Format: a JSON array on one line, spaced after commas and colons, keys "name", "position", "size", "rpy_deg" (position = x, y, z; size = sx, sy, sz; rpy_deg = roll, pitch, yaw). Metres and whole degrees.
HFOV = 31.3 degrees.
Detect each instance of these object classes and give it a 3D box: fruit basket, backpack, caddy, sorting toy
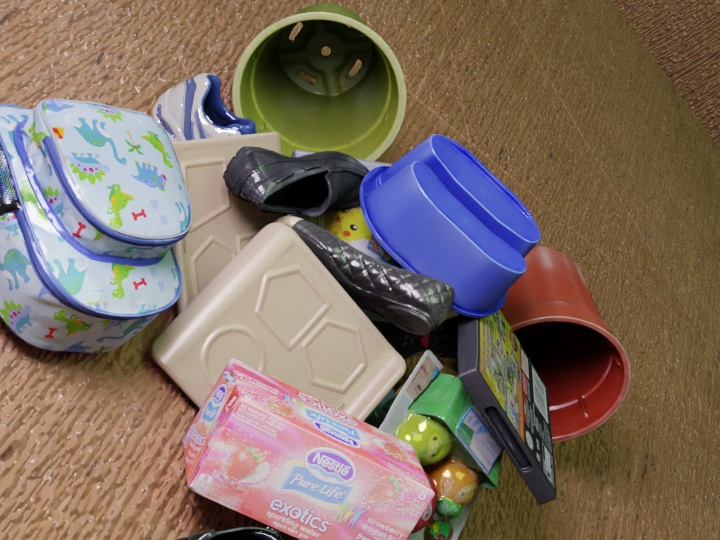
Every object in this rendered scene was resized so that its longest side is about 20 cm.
[{"name": "fruit basket", "position": [0.069, 0.212, 1.304], "size": [0.185, 0.094, 0.200], "rpy_deg": [53, 52, -35]}, {"name": "backpack", "position": [-0.236, -0.040, 1.087], "size": [0.183, 0.147, 0.200], "rpy_deg": [3, 63, -53]}, {"name": "caddy", "position": [0.089, -0.042, 1.338], "size": [0.200, 0.105, 0.141], "rpy_deg": [43, 37, -6]}, {"name": "sorting toy", "position": [-0.135, -0.041, 1.294], "size": [0.200, 0.036, 0.185], "rpy_deg": [-16, 103, -58]}, {"name": "sorting toy", "position": [-0.077, 0.084, 1.233], "size": [0.200, 0.036, 0.185], "rpy_deg": [48, 66, -14]}]

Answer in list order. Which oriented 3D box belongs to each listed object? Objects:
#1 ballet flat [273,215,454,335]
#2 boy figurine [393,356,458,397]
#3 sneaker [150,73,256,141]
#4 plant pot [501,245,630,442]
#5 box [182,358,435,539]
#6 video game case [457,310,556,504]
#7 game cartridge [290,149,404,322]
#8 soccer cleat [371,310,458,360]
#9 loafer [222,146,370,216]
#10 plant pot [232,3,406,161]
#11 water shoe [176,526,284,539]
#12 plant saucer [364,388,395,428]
[{"name": "ballet flat", "position": [0.000, 0.000, 1.291], "size": [0.200, 0.066, 0.057], "rpy_deg": [30, 56, 9]}, {"name": "boy figurine", "position": [0.098, 0.151, 1.448], "size": [0.124, 0.064, 0.200], "rpy_deg": [58, 16, 16]}, {"name": "sneaker", "position": [-0.139, -0.115, 1.365], "size": [0.200, 0.088, 0.075], "rpy_deg": [55, 28, -8]}, {"name": "plant pot", "position": [0.229, 0.082, 1.648], "size": [0.201, 0.201, 0.195], "rpy_deg": [42, 24, -25]}, {"name": "box", "position": [-0.048, 0.174, 1.139], "size": [0.200, 0.095, 0.103], "rpy_deg": [28, 11, -17]}, {"name": "video game case", "position": [0.155, 0.121, 1.372], "size": [0.181, 0.025, 0.200], "rpy_deg": [57, 19, -23]}, {"name": "game cartridge", "position": [-0.009, -0.040, 1.384], "size": [0.133, 0.040, 0.200], "rpy_deg": [9, 55, -19]}, {"name": "soccer cleat", "position": [0.043, 0.064, 1.426], "size": [0.200, 0.068, 0.073], "rpy_deg": [1, 16, -36]}, {"name": "loafer", "position": [-0.052, -0.082, 1.303], "size": [0.200, 0.068, 0.070], "rpy_deg": [0, 41, -51]}, {"name": "plant pot", "position": [-0.044, -0.238, 1.552], "size": [0.200, 0.200, 0.190], "rpy_deg": [47, 19, -19]}, {"name": "water shoe", "position": [-0.085, 0.259, 1.098], "size": [0.200, 0.079, 0.072], "rpy_deg": [14, 51, -51]}, {"name": "plant saucer", "position": [-0.004, 0.159, 1.361], "size": [0.200, 0.036, 0.200], "rpy_deg": [37, 35, -32]}]
